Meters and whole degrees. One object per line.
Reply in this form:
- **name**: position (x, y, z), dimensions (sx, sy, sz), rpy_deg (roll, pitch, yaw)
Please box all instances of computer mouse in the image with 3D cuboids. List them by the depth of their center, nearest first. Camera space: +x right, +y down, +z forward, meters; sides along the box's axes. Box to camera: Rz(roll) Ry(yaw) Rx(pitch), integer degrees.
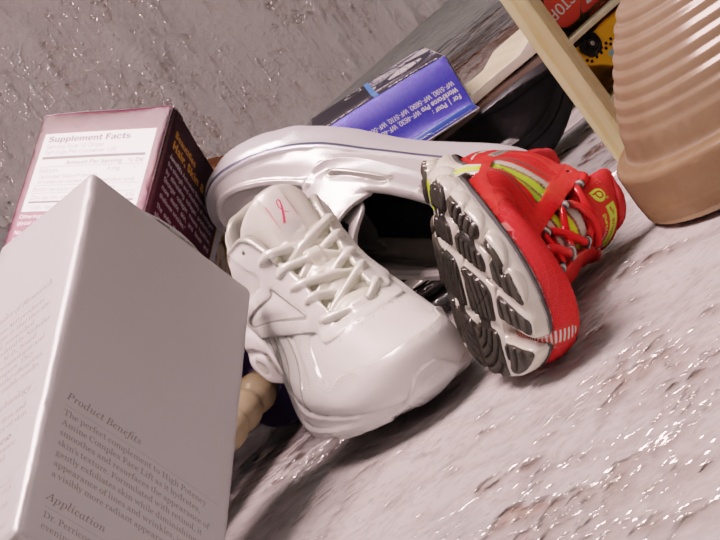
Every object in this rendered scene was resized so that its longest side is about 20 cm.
- **computer mouse**: position (0.065, -0.052, 1.081), dimensions (0.199, 0.046, 0.140), rpy_deg (-37, -9, -3)

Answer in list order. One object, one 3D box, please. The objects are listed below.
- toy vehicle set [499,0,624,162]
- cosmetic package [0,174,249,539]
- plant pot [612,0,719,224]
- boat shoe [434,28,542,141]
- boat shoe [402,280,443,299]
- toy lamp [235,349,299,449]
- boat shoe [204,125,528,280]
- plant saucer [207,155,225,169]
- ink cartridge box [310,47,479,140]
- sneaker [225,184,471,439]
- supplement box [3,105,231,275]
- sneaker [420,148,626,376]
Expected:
- **toy vehicle set**: position (0.170, -0.158, 0.848), dimensions (0.200, 0.125, 0.026), rpy_deg (-42, 8, -16)
- **cosmetic package**: position (-0.109, 0.068, 0.708), dimensions (0.074, 0.101, 0.201), rpy_deg (-34, 33, 28)
- **plant pot**: position (0.175, -0.117, 0.721), dimensions (0.200, 0.093, 0.201), rpy_deg (-38, 9, 7)
- **boat shoe**: position (0.090, -0.105, 1.172), dimensions (0.200, 0.060, 0.072), rpy_deg (-43, 12, -21)
- **boat shoe**: position (-0.002, -0.002, 0.960), dimensions (0.200, 0.074, 0.063), rpy_deg (-32, 1, 16)
- **toy lamp**: position (-0.068, 0.084, 0.861), dimensions (0.058, 0.058, 0.200), rpy_deg (-34, 12, 34)
- **boat shoe**: position (0.001, -0.031, 0.881), dimensions (0.198, 0.074, 0.066), rpy_deg (-2, 34, 25)
- **plant saucer**: position (-0.044, -0.062, 1.223), dimensions (0.198, 0.037, 0.200), rpy_deg (0, 9, 0)
- **ink cartridge box**: position (0.018, -0.102, 1.103), dimensions (0.099, 0.039, 0.200), rpy_deg (-32, 10, 2)
- **sneaker**: position (-0.021, 0.011, 0.788), dimensions (0.077, 0.100, 0.200), rpy_deg (-31, 21, -19)
- **supplement box**: position (-0.136, 0.026, 0.912), dimensions (0.085, 0.111, 0.202), rpy_deg (-1, 59, 21)
- **sneaker**: position (0.074, -0.019, 0.724), dimensions (0.084, 0.078, 0.200), rpy_deg (-13, 19, 0)
